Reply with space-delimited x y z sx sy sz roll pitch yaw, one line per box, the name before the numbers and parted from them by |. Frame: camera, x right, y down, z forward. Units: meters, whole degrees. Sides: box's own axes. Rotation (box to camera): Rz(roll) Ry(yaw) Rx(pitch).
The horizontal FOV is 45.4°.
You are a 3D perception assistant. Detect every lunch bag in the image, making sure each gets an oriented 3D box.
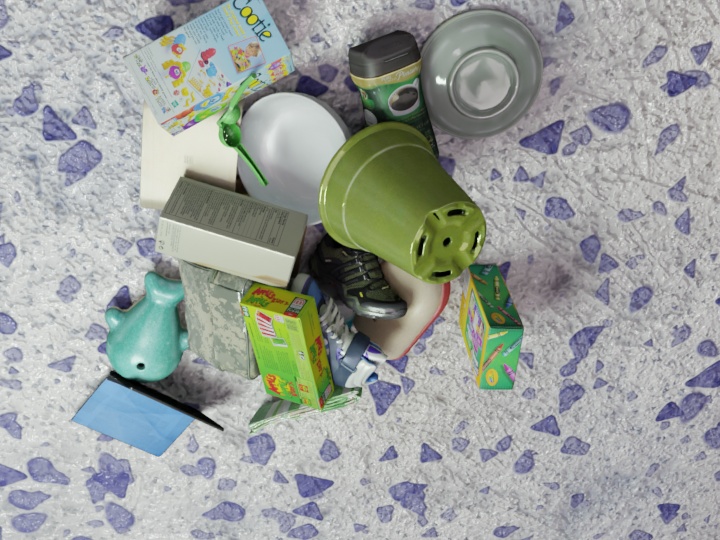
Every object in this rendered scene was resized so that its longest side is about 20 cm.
lunch bag | -0.208 0.049 1.356 0.167 0.139 0.201 14 121 24

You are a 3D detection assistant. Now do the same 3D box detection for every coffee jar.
coffee jar | 0.048 -0.245 1.267 0.104 0.085 0.201 -25 122 -18

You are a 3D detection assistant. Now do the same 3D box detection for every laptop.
laptop | -0.372 0.267 1.496 0.187 0.200 0.116 31 79 -29

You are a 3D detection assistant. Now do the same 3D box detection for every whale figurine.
whale figurine | -0.345 0.100 1.418 0.158 0.104 0.201 20 118 -16

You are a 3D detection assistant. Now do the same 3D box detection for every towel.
towel | -0.092 0.232 1.499 0.199 0.153 0.024 -19 94 4

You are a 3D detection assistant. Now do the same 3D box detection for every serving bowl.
serving bowl | -0.087 -0.171 1.286 0.199 0.066 0.201 11 114 25

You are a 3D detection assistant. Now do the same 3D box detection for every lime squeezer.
lime squeezer | -0.170 -0.199 1.198 0.038 0.071 0.201 -40 151 -29

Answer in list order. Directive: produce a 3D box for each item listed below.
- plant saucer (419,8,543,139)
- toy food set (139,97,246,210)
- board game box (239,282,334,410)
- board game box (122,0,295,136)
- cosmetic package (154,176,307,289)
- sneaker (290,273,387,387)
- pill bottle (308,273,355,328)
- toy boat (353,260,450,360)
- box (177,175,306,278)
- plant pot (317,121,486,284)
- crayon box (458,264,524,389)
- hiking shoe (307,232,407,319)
plant saucer | 0.180 -0.284 1.285 0.199 0.050 0.201 -3 120 -5
toy food set | -0.251 -0.176 1.289 0.143 0.060 0.201 8 117 -2
board game box | -0.106 0.116 1.282 0.101 0.048 0.201 13 136 24
board game box | -0.202 -0.282 1.179 0.199 0.103 0.105 -28 90 -1
cosmetic package | -0.186 -0.055 1.250 0.199 0.105 0.071 18 132 -3
sneaker | -0.027 0.096 1.315 0.146 0.081 0.201 8 128 17
pill bottle | -0.077 0.114 1.451 0.110 0.111 0.201 9 118 -11
toy boat | 0.084 0.051 1.436 0.130 0.131 0.200 -14 150 -44
box | -0.186 -0.072 1.384 0.199 0.021 0.164 8 118 -10
plant pot | 0.071 -0.079 1.187 0.199 0.190 0.201 -16 125 -25
crayon box | 0.211 0.089 1.413 0.058 0.200 0.119 1 120 -6
hiking shoe | 0.000 0.000 1.359 0.076 0.200 0.101 -13 130 -51
